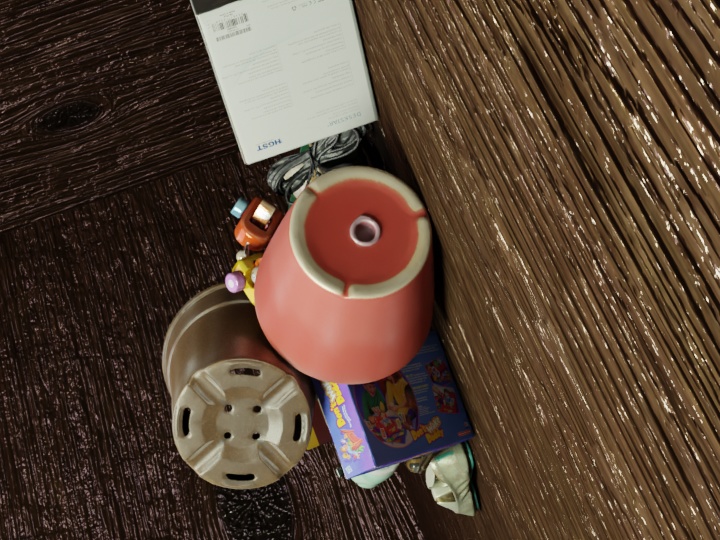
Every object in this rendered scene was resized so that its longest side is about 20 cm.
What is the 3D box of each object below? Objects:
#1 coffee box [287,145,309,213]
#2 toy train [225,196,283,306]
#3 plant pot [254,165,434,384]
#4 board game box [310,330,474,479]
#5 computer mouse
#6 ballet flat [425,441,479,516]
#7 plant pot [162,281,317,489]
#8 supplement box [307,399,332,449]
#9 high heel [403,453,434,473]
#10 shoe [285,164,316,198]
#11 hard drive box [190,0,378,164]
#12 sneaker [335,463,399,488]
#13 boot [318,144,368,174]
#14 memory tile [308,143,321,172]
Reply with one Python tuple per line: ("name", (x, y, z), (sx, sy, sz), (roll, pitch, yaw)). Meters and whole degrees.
("coffee box", (-0.061, -0.117, 1.869), (0.123, 0.044, 0.201), (73, -158, -54))
("toy train", (-0.070, -0.007, 1.466), (0.199, 0.151, 0.056), (36, 132, -2))
("plant pot", (-0.008, -0.004, 1.326), (0.178, 0.199, 0.202), (106, 145, -66))
("board game box", (0.037, 0.147, 1.462), (0.199, 0.045, 0.136), (-5, -108, -53))
("computer mouse", (-0.004, -0.067, 1.498), (0.201, 0.138, 0.053), (58, -163, 3))
("ballet flat", (0.116, 0.272, 1.691), (0.201, 0.062, 0.068), (76, 173, -57))
("plant pot", (-0.132, 0.136, 1.457), (0.198, 0.198, 0.202), (-102, -6, -72))
("supplement box", (-0.026, 0.119, 1.916), (0.133, 0.198, 0.198), (75, 174, -52))
("high heel", (0.031, 0.179, 1.597), (0.200, 0.142, 0.072), (-65, -1, -70))
("shoe", (-0.043, -0.076, 1.759), (0.201, 0.053, 0.070), (57, -167, -33))
("hard drive box", (-0.078, -0.226, 1.338), (0.201, 0.155, 0.077), (76, 174, -46))
("sneaker", (-0.007, 0.161, 1.548), (0.118, 0.073, 0.202), (115, 146, -63))
("boot", (0.003, -0.076, 1.613), (0.200, 0.069, 0.175), (-99, -16, -70))
("memory tile", (-0.023, -0.116, 1.755), (0.200, 0.017, 0.154), (43, -157, -61))
